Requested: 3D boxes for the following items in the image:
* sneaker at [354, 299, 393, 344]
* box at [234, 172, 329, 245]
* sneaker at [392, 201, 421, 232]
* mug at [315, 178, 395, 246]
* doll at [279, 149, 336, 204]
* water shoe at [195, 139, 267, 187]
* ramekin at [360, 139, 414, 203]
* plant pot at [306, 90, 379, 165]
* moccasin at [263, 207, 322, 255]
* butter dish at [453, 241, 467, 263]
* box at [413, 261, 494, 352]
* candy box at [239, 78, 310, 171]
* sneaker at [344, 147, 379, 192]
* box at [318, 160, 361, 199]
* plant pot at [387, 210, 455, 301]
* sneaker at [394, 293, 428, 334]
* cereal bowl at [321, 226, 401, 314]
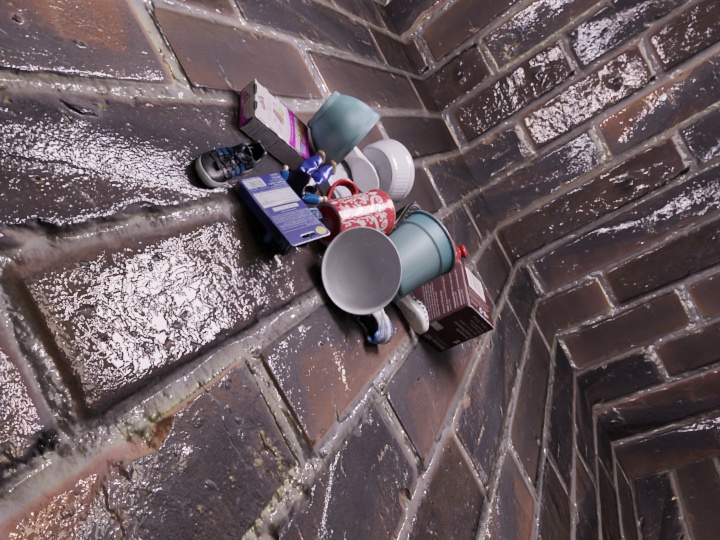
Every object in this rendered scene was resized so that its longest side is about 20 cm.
[{"bbox_3d":[0.019,0.089,1.313,0.084,0.076,0.205,-5,69,-57],"label":"sneaker"},{"bbox_3d":[-0.166,-0.126,1.121,0.120,0.033,0.201,-20,61,-46],"label":"box"},{"bbox_3d":[0.111,-0.127,1.595,0.072,0.200,0.083,48,-7,-21],"label":"sneaker"},{"bbox_3d":[-0.034,-0.142,1.367,0.176,0.137,0.197,34,33,31],"label":"mug"},{"bbox_3d":[-0.132,-0.211,1.273,0.136,0.049,0.201,40,53,1],"label":"doll"},{"bbox_3d":[-0.267,-0.235,1.089,0.072,0.078,0.200,56,27,-10],"label":"water shoe"},{"bbox_3d":[0.062,-0.302,1.627,0.093,0.200,0.207,-17,80,-49],"label":"ramekin"},{"bbox_3d":[-0.060,-0.387,1.405,0.134,0.199,0.202,43,30,-12],"label":"plant pot"},{"bbox_3d":[-0.143,-0.079,1.184,0.068,0.081,0.199,47,40,4],"label":"moccasin"},{"bbox_3d":[0.298,-0.048,1.818,0.201,0.144,0.204,61,17,-56],"label":"butter dish"},{"bbox_3d":[0.277,0.115,1.612,0.165,0.197,0.168,36,36,-39],"label":"box"},{"bbox_3d":[-0.214,-0.359,1.319,0.199,0.060,0.140,36,37,-44],"label":"candy box"},{"bbox_3d":[-0.005,-0.320,1.569,0.203,0.074,0.089,56,15,-7],"label":"sneaker"},{"bbox_3d":[-0.057,-0.248,1.522,0.159,0.041,0.199,62,25,1],"label":"box"},{"bbox_3d":[0.128,-0.030,1.442,0.194,0.199,0.204,-33,95,-28],"label":"plant pot"},{"bbox_3d":[0.130,0.094,1.521,0.080,0.075,0.204,-6,64,-51],"label":"sneaker"},{"bbox_3d":[0.000,0.000,1.259,0.204,0.197,0.083,60,-4,-3],"label":"cereal bowl"}]
